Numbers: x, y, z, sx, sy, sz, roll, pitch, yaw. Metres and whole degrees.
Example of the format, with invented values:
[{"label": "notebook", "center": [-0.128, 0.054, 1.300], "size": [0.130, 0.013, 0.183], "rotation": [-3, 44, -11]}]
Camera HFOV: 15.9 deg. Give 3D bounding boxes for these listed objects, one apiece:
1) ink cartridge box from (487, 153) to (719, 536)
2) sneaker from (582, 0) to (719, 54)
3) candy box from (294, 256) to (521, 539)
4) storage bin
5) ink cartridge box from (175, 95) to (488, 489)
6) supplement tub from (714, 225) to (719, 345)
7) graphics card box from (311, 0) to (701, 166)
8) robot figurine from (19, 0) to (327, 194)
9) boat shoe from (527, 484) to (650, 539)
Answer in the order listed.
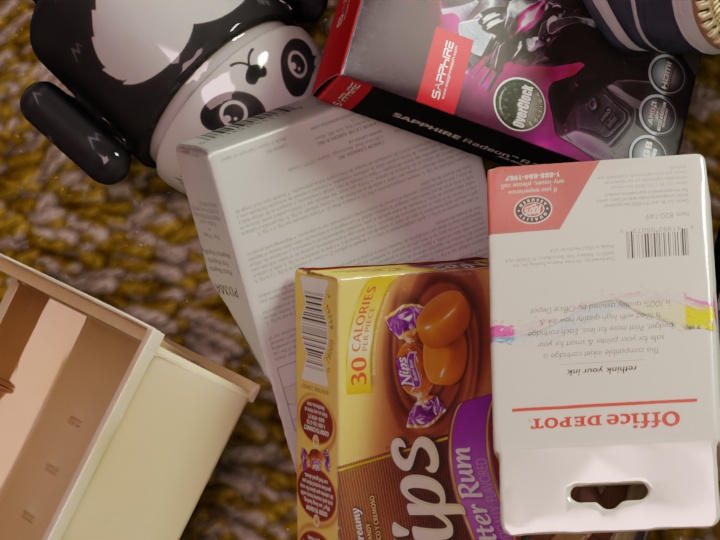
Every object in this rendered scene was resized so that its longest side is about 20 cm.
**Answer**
[{"label": "ink cartridge box", "center": [0.127, 0.047, 1.329], "size": [0.116, 0.068, 0.200], "rotation": [-3, 68, 9]}, {"label": "sneaker", "center": [0.164, -0.210, 1.361], "size": [0.070, 0.108, 0.200], "rotation": [5, 85, -31]}, {"label": "candy box", "center": [0.026, 0.096, 1.406], "size": [0.116, 0.056, 0.200], "rotation": [-3, 96, -27]}, {"label": "storage bin", "center": [-0.184, 0.109, 1.439], "size": [0.198, 0.094, 0.200], "rotation": [23, 86, 47]}, {"label": "ink cartridge box", "center": [0.000, 0.000, 1.437], "size": [0.162, 0.057, 0.200], "rotation": [-21, 110, -23]}, {"label": "supplement tub", "center": [0.248, 0.012, 1.392], "size": [0.122, 0.123, 0.200], "rotation": [13, 84, 13]}, {"label": "graphics card box", "center": [0.086, -0.122, 1.410], "size": [0.200, 0.051, 0.126], "rotation": [20, 71, -13]}, {"label": "robot figurine", "center": [-0.110, -0.132, 1.486], "size": [0.200, 0.125, 0.150], "rotation": [45, 113, 15]}, {"label": "boat shoe", "center": [0.127, 0.059, 1.393], "size": [0.074, 0.076, 0.200], "rotation": [18, 69, -23]}]
